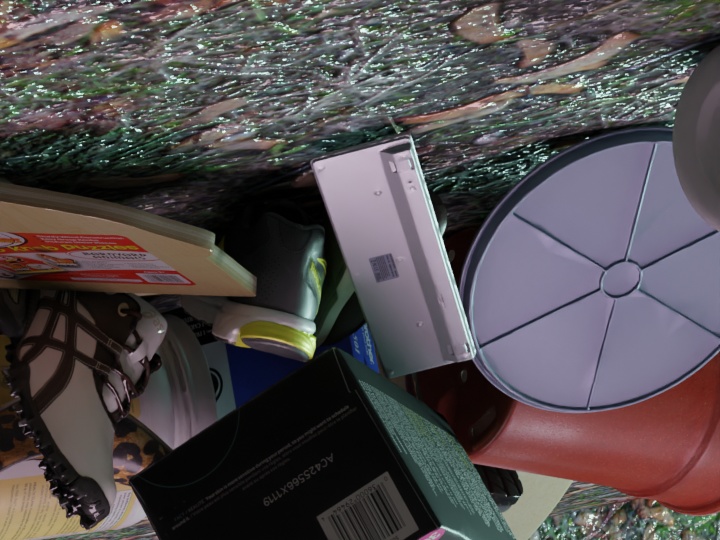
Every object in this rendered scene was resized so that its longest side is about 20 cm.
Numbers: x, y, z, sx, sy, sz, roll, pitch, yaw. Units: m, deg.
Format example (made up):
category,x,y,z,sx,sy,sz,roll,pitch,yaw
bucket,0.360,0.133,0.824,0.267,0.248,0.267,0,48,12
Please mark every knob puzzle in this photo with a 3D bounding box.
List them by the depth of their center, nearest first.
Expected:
category,x,y,z,sx,sy,sz,roll,pitch,yaw
knob puzzle,-0.167,-0.026,1.386,0.218,0.031,0.220,6,168,1

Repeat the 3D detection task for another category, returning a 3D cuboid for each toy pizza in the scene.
category,x,y,z,sx,sy,sz,roll,pitch,yaw
toy pizza,0.149,-0.002,1.584,0.199,0.032,0.201,-10,126,-14

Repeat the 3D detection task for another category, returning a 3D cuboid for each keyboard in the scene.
category,x,y,z,sx,sy,sz,roll,pitch,yaw
keyboard,0.020,-0.005,1.496,0.056,0.011,0.200,-10,140,8

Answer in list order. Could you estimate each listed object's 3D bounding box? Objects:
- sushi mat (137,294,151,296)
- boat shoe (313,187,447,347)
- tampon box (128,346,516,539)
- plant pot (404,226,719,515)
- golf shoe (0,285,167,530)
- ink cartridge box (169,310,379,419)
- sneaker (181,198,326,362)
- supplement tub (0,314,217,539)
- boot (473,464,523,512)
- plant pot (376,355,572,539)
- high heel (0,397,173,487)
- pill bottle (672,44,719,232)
category,x,y,z,sx,sy,sz,roll,pitch,yaw
sushi mat,-0.201,0.011,1.602,0.199,0.012,0.096,-7,167,-19
boat shoe,0.000,0.000,1.590,0.060,0.072,0.201,-3,164,-15
tampon box,-0.012,0.154,1.565,0.150,0.127,0.200,-34,157,9
plant pot,0.146,0.053,1.732,0.194,0.202,0.201,6,161,-31
golf shoe,-0.149,0.053,1.479,0.094,0.201,0.078,-18,136,-3
ink cartridge box,-0.088,0.069,1.782,0.199,0.095,0.044,-15,167,21
sneaker,-0.051,0.000,1.542,0.074,0.085,0.200,16,-176,-14
supplement tub,-0.205,0.097,1.679,0.199,0.146,0.145,-5,167,-29
boot,-0.004,0.160,1.744,0.199,0.070,0.132,11,122,-20
plant pot,0.041,0.110,1.890,0.199,0.201,0.177,0,155,-43
high heel,-0.203,0.131,1.549,0.199,0.143,0.071,25,158,-10
pill bottle,0.264,-0.066,1.424,0.110,0.111,0.199,-21,165,40
